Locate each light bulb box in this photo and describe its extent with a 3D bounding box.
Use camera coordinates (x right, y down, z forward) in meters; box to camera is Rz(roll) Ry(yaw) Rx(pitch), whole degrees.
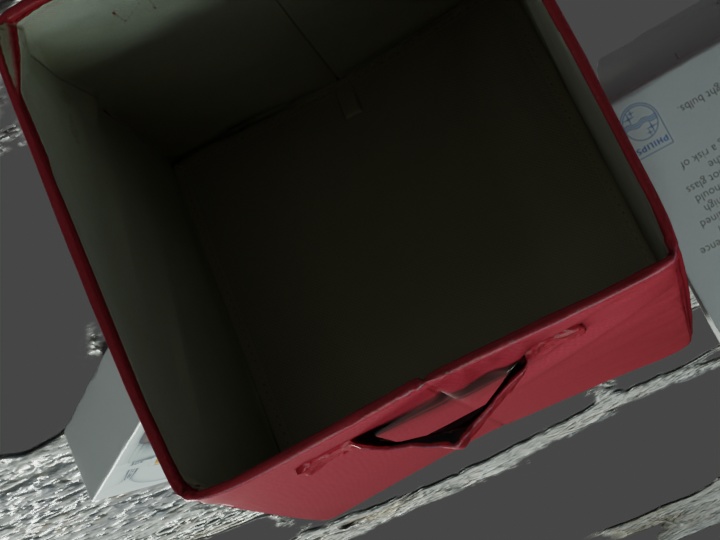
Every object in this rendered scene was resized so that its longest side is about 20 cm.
[{"bbox_3d":[0.198,-0.023,0.702,0.125,0.200,0.198,-29,-173,14],"label":"light bulb box"}]

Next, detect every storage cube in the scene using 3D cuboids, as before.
[{"bbox_3d":[0.004,-0.024,0.591,0.170,0.201,0.180,-27,165,7],"label":"storage cube"}]

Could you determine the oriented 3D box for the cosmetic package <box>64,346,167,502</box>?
[{"bbox_3d":[-0.062,0.049,0.900,0.150,0.052,0.200,-15,157,-30],"label":"cosmetic package"}]
